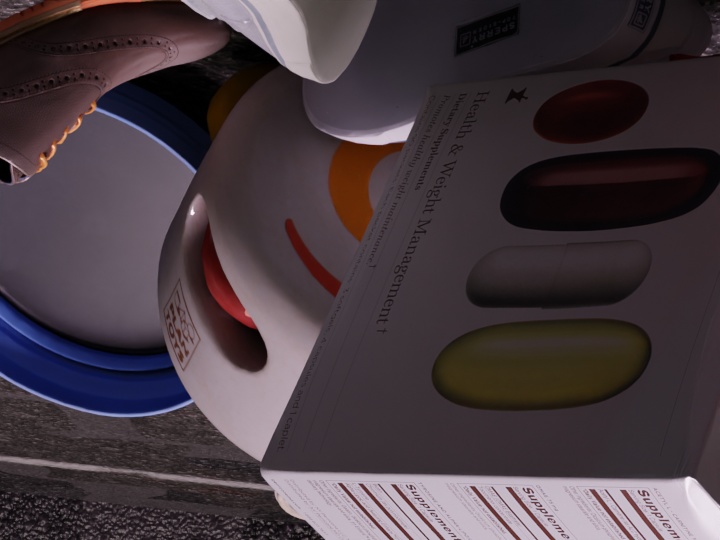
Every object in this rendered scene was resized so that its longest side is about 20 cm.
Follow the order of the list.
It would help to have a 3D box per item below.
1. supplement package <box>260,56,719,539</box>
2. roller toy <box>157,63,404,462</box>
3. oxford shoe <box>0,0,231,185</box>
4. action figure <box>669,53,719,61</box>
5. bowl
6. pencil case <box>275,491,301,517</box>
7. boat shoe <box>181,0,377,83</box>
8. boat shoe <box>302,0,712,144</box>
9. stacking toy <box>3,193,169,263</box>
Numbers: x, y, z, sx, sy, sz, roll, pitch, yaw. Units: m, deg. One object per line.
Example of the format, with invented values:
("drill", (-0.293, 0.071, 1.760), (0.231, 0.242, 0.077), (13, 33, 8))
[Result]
("supplement package", (0.106, 0.037, 1.037), (0.199, 0.192, 0.147), (-3, 143, 40))
("roller toy", (0.000, 0.000, 1.257), (0.199, 0.183, 0.140), (30, 146, -3))
("oxford shoe", (-0.142, -0.076, 1.182), (0.199, 0.073, 0.071), (-17, 172, -18))
("action figure", (0.231, -0.057, 1.077), (0.199, 0.100, 0.065), (-14, 161, 3))
("bowl", (-0.141, -0.016, 1.388), (0.199, 0.039, 0.202), (11, 128, 14))
("pencil case", (-0.003, 0.029, 1.373), (0.089, 0.201, 0.078), (19, 151, -34))
("boat shoe", (-0.044, -0.130, 1.041), (0.071, 0.070, 0.201), (23, 175, 18))
("boat shoe", (0.059, -0.086, 1.146), (0.065, 0.074, 0.199), (22, 162, -40))
("stacking toy", (-0.161, -0.046, 1.445), (0.199, 0.086, 0.085), (9, 169, 9))
